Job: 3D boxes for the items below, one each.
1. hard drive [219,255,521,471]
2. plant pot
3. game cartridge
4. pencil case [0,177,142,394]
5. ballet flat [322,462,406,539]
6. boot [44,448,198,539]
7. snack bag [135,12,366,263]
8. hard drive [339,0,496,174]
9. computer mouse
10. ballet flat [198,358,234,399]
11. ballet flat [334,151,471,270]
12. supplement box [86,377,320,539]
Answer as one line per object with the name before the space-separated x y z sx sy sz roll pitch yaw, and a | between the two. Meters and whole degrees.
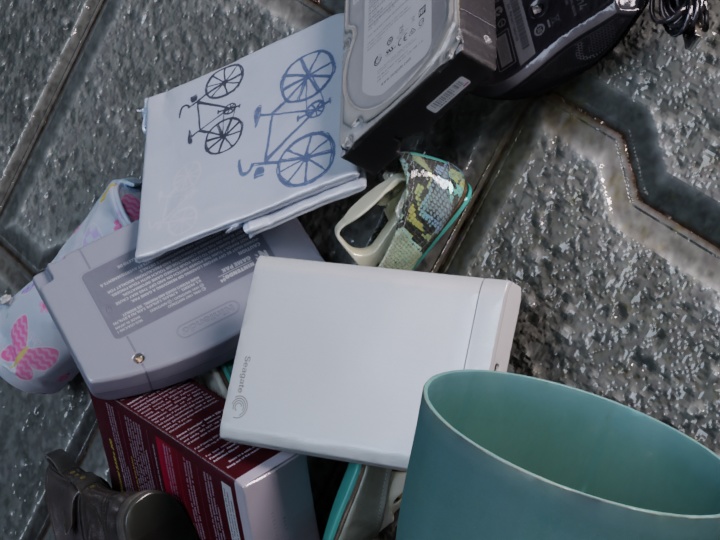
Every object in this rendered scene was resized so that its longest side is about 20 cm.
hard drive | 0.004 0.063 1.250 0.199 0.027 0.133 6 78 32
plant pot | 0.109 0.172 1.104 0.200 0.200 0.162 31 110 43
game cartridge | -0.131 0.013 1.393 0.199 0.041 0.134 -26 56 -11
pencil case | -0.226 0.014 1.523 0.200 0.083 0.091 -43 64 25
ballet flat | 0.024 0.120 1.281 0.067 0.063 0.201 142 143 -86
boot | -0.174 0.236 1.412 0.174 0.069 0.201 0 106 57
snack bag | -0.085 -0.097 1.400 0.199 0.021 0.189 -21 45 19
hard drive | 0.039 -0.184 1.318 0.140 0.038 0.201 -38 36 41
computer mouse | 0.151 -0.173 1.254 0.199 0.053 0.139 -27 56 33
ballet flat | -0.115 0.053 1.431 0.069 0.069 0.201 -41 55 26
ballet flat | 0.000 0.000 1.328 0.074 0.074 0.201 40 102 41
supplement box | -0.116 0.148 1.366 0.200 0.061 0.109 26 135 43
